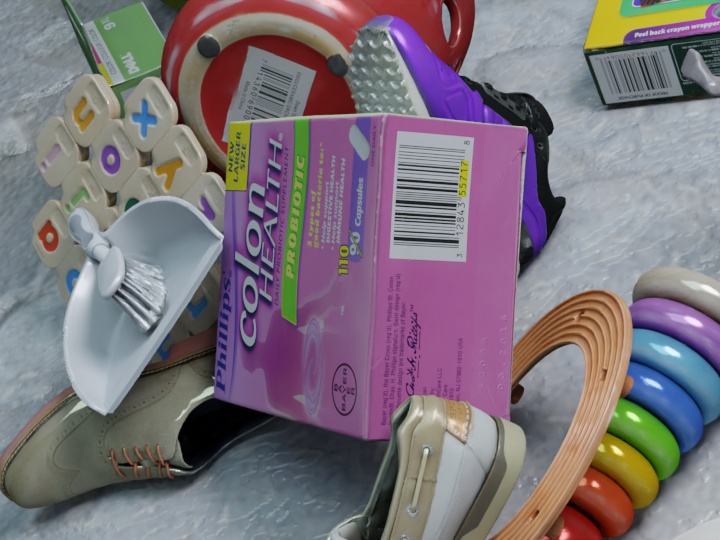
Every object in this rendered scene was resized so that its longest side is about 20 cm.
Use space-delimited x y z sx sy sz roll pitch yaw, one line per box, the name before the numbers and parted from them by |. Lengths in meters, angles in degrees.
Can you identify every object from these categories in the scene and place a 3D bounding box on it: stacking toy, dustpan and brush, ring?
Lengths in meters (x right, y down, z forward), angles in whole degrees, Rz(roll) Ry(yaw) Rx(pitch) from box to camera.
stacking toy | 0.148 0.097 0.970 0.085 0.085 0.200 15 61 41
dustpan and brush | -0.162 -0.002 1.155 0.140 0.057 0.200 -56 20 5
ring | 0.091 0.100 0.964 0.201 0.019 0.201 -55 14 20

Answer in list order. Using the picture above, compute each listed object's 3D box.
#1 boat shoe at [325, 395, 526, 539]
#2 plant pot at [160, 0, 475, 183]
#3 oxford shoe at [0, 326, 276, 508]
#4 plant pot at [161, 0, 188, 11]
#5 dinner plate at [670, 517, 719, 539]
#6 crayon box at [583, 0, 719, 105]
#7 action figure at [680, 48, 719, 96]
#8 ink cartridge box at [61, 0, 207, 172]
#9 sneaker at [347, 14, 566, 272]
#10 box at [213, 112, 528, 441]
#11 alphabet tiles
boat shoe | 0.012 0.158 0.928 0.201 0.068 0.075 -64 15 4
plant pot | -0.030 -0.153 1.223 0.199 0.201 0.183 -11 31 21
oxford shoe | -0.145 0.106 1.138 0.199 0.071 0.074 -30 42 0
plant pot | -0.131 -0.336 1.532 0.200 0.200 0.193 24 74 45
dinner plate | 0.201 0.195 0.872 0.199 0.024 0.201 -16 41 14
crayon box | 0.273 -0.203 1.230 0.199 0.058 0.173 -4 44 27
action figure | 0.281 -0.080 1.013 0.200 0.193 0.105 -50 25 25
ink cartridge box | -0.160 -0.130 1.296 0.059 0.201 0.104 -24 38 -7
sneaker | 0.071 -0.093 1.129 0.099 0.201 0.069 -42 27 -20
box | 0.000 0.000 1.029 0.096 0.177 0.200 3 2 -29
alphabet tiles | -0.160 -0.034 1.217 0.015 0.201 0.196 -17 -21 -47
